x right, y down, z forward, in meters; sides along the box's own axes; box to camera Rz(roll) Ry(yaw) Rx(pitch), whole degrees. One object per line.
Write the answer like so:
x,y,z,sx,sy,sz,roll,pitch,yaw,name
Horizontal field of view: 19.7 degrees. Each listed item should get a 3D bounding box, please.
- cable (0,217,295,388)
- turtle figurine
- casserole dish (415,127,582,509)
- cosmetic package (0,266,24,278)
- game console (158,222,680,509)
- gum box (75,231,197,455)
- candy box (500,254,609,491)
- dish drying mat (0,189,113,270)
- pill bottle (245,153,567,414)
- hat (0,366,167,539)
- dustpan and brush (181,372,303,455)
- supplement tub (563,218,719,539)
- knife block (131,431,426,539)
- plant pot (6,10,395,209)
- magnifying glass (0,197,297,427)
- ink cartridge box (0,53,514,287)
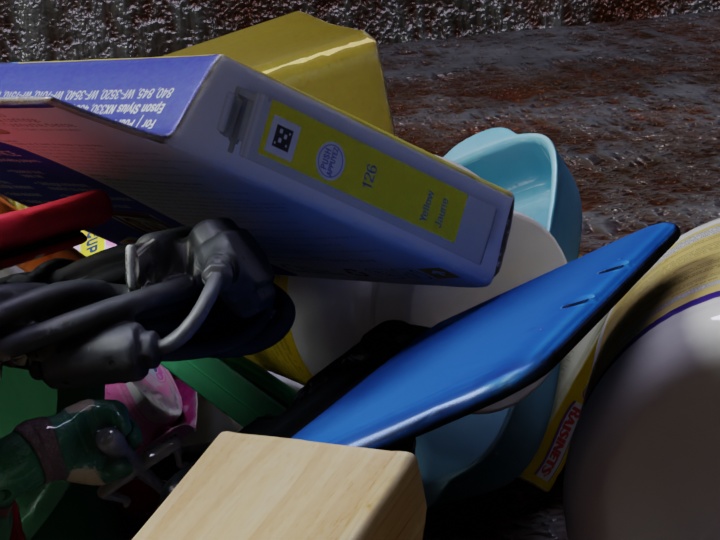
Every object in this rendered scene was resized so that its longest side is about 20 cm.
-0.105,0.022,0.706,0.162,0.051,0.200,-15,3,3,cable
-0.129,0.112,0.641,0.100,0.151,0.200,-5,-14,27,turtle figurine
0.048,0.028,0.939,0.039,0.201,0.121,34,-36,-31,casserole dish
-0.234,0.049,0.903,0.200,0.074,0.102,-42,24,-3,cosmetic package
0.025,0.079,0.685,0.118,0.172,0.200,8,16,20,game console
-0.142,0.038,0.965,0.113,0.066,0.200,-32,25,10,gum box
0.055,0.026,0.994,0.026,0.103,0.200,33,-2,-31,candy box
-0.142,0.001,0.640,0.076,0.018,0.200,-15,4,15,dish drying mat
0.000,0.000,0.888,0.111,0.112,0.200,-12,16,-29,pill bottle
-0.122,0.131,0.829,0.199,0.176,0.166,-12,42,29,hat
-0.108,0.078,1.023,0.198,0.058,0.140,3,1,6,dustpan and brush
0.153,0.058,0.758,0.144,0.147,0.200,-3,13,12,supplement tub
-0.057,0.125,0.489,0.064,0.201,0.175,5,-14,24,knife block
-0.089,-0.023,1.155,0.199,0.196,0.195,-14,14,-12,plant pot
-0.079,0.028,0.853,0.199,0.022,0.080,33,3,-13,magnifying glass
-0.081,-0.044,0.751,0.199,0.047,0.197,26,-14,-40,ink cartridge box
